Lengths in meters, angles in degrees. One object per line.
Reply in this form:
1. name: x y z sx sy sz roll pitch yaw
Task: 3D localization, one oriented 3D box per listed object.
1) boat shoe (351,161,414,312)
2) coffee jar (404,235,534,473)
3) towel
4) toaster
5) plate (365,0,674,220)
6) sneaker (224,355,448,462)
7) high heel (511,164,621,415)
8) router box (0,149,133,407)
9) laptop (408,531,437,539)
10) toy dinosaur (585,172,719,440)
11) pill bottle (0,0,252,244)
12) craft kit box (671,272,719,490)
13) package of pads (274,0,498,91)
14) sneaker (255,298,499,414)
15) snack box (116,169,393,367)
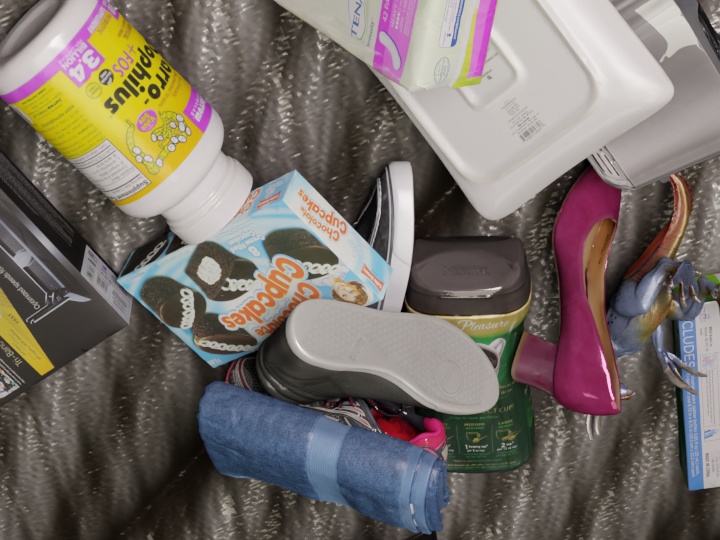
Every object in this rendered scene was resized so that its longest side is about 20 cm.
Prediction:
1. boat shoe: 0.000 0.000 1.301 0.067 0.072 0.201 6 128 -8
2. coffee jar: 0.091 0.066 1.333 0.103 0.086 0.201 0 122 6
3. towel: -0.029 0.147 1.253 0.199 0.049 0.112 17 156 15
4. toaster: 0.201 -0.155 1.189 0.129 0.114 0.200 -30 117 17
5. plate: 0.091 -0.149 1.149 0.200 0.032 0.199 52 133 -3
6. sneaker: -0.017 0.116 1.334 0.199 0.081 0.075 23 131 12
7. high heel: 0.192 0.011 1.267 0.067 0.096 0.201 13 95 -56
8. router box: -0.303 0.003 1.292 0.157 0.052 0.200 -31 118 16
9. laptop: -0.029 0.332 1.534 0.199 0.116 0.188 7 125 27
10. toy dinosaur: 0.231 0.041 1.329 0.104 0.201 0.181 9 162 -30
11. pill bottle: -0.172 -0.111 1.200 0.104 0.104 0.200 -36 117 18
12. craft kit box: 0.368 0.086 1.386 0.196 0.049 0.201 -7 122 4
13. package of pads: 0.015 -0.223 1.094 0.068 0.200 0.155 -14 128 -36
14. sneaker: 0.008 0.075 1.262 0.199 0.071 0.099 17 154 -29
15. snack box: -0.084 0.003 1.269 0.199 0.037 0.116 -23 123 40
